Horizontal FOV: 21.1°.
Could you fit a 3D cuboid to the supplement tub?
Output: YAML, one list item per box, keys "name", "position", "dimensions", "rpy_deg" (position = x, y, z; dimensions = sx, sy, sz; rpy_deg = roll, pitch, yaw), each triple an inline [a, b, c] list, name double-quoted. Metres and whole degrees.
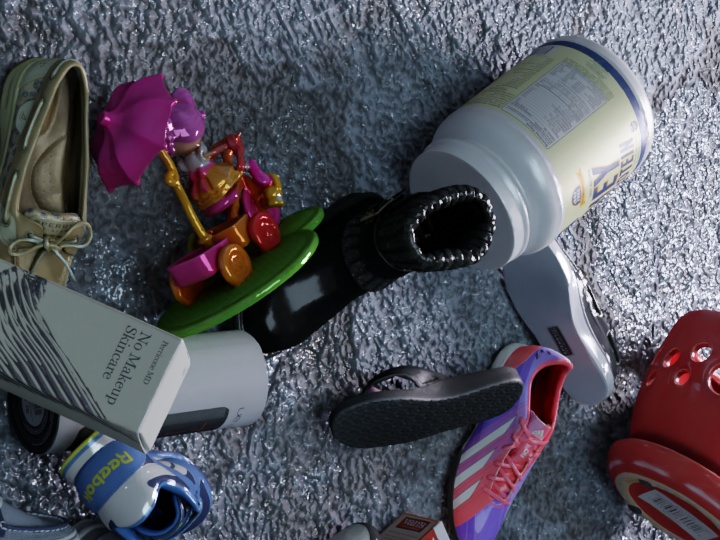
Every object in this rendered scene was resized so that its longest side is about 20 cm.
- name: "supplement tub"
  position: [0.153, -0.105, 1.740]
  dimensions: [0.200, 0.144, 0.146]
  rpy_deg: [-39, 115, -31]

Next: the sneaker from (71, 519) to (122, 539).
- name: "sneaker"
  position: [-0.182, 0.296, 1.525]
  dimensions: [0.075, 0.082, 0.201]
  rpy_deg: [-32, 112, -33]

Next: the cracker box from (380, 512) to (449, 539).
- name: "cracker box"
  position: [0.016, 0.328, 1.706]
  dimensions: [0.200, 0.057, 0.135]
  rpy_deg: [-40, 116, -32]

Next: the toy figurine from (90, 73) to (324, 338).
- name: "toy figurine"
  position: [-0.130, -0.075, 1.534]
  dimensions: [0.185, 0.149, 0.200]
  rpy_deg: [60, 36, -14]

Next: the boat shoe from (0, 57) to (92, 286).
- name: "boat shoe"
  position: [-0.241, -0.062, 1.469]
  dimensions: [0.073, 0.062, 0.202]
  rpy_deg: [-2, 94, -40]

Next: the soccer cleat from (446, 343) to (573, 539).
- name: "soccer cleat"
  position: [0.137, 0.163, 1.786]
  dimensions: [0.068, 0.073, 0.201]
  rpy_deg: [29, 74, -36]

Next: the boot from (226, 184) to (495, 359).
- name: "boot"
  position: [-0.001, -0.002, 1.609]
  dimensions: [0.211, 0.157, 0.080]
  rpy_deg: [-45, 118, -29]

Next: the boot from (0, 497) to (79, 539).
- name: "boot"
  position: [-0.294, 0.172, 1.431]
  dimensions: [0.199, 0.073, 0.091]
  rpy_deg: [3, 96, -39]

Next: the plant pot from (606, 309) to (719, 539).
- name: "plant pot"
  position: [0.353, 0.166, 1.886]
  dimensions: [0.201, 0.200, 0.183]
  rpy_deg: [47, 67, -31]

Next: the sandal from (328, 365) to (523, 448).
- name: "sandal"
  position: [0.052, 0.114, 1.724]
  dimensions: [0.199, 0.048, 0.076]
  rpy_deg: [-7, 141, -32]

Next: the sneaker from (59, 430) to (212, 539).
- name: "sneaker"
  position: [-0.160, 0.182, 1.500]
  dimensions: [0.074, 0.082, 0.200]
  rpy_deg: [-48, 155, 1]

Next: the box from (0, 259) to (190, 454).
- name: "box"
  position: [-0.229, 0.053, 1.408]
  dimensions: [0.199, 0.068, 0.083]
  rpy_deg: [22, 73, 7]

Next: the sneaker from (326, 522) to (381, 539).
- name: "sneaker"
  position: [-0.059, 0.267, 1.632]
  dimensions: [0.200, 0.073, 0.080]
  rpy_deg: [-36, 112, -33]

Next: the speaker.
- name: "speaker"
  position: [-0.171, 0.093, 1.525]
  dimensions: [0.199, 0.081, 0.082]
  rpy_deg: [-4, 95, -40]

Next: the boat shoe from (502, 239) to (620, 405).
- name: "boat shoe"
  position: [0.197, 0.031, 1.838]
  dimensions: [0.201, 0.070, 0.066]
  rpy_deg: [60, 41, -21]
